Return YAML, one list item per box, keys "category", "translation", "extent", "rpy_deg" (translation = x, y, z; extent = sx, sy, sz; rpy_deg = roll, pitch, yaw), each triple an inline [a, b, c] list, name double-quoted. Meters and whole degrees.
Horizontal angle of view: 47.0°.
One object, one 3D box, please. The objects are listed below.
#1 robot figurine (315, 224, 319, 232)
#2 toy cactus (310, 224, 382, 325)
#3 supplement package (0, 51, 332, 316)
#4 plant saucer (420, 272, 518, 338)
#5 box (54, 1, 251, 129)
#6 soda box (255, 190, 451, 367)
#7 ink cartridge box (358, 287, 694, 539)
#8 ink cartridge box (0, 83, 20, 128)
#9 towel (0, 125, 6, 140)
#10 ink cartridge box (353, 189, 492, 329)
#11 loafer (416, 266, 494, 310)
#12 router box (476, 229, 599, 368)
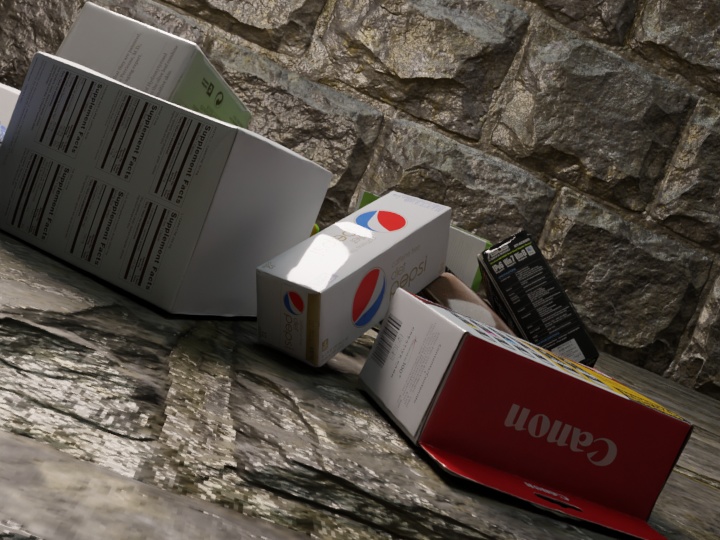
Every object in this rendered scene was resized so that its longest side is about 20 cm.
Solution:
- category: "robot figurine"
  translation: [-0.135, -0.069, 1.003]
  extent: [0.200, 0.116, 0.176]
  rpy_deg: [37, 17, -34]
- category: "toy cactus"
  translation: [-0.004, 0.009, 0.842]
  extent: [0.199, 0.103, 0.165]
  rpy_deg: [25, 23, 5]
- category: "supplement package"
  translation: [-0.166, -0.066, 0.711]
  extent: [0.199, 0.148, 0.191]
  rpy_deg: [23, 4, 19]
- category: "plant saucer"
  translation: [0.126, 0.071, 0.789]
  extent: [0.200, 0.034, 0.200]
  rpy_deg: [48, 1, -1]
- category: "box"
  translation: [-0.275, -0.179, 1.031]
  extent: [0.171, 0.201, 0.199]
  rpy_deg: [24, -7, 16]
- category: "soda box"
  translation: [0.000, 0.000, 0.689]
  extent: [0.063, 0.068, 0.200]
  rpy_deg: [20, 32, 29]
- category: "ink cartridge box"
  translation: [0.123, 0.101, 0.590]
  extent: [0.199, 0.084, 0.176]
  rpy_deg: [22, 4, -20]
- category: "ink cartridge box"
  translation: [-0.570, -0.255, 1.408]
  extent: [0.146, 0.086, 0.200]
  rpy_deg: [24, 2, 7]
- category: "towel"
  translation: [-0.359, -0.107, 0.651]
  extent: [0.144, 0.024, 0.200]
  rpy_deg: [-7, 15, -21]
- category: "ink cartridge box"
  translation: [0.043, 0.000, 0.993]
  extent: [0.199, 0.148, 0.076]
  rpy_deg: [21, -2, -30]
- category: "loafer"
  translation: [0.100, 0.053, 0.957]
  extent: [0.071, 0.073, 0.200]
  rpy_deg: [0, -35, 37]
- category: "router box"
  translation: [0.195, 0.056, 0.918]
  extent: [0.150, 0.062, 0.200]
  rpy_deg: [62, 3, 18]
